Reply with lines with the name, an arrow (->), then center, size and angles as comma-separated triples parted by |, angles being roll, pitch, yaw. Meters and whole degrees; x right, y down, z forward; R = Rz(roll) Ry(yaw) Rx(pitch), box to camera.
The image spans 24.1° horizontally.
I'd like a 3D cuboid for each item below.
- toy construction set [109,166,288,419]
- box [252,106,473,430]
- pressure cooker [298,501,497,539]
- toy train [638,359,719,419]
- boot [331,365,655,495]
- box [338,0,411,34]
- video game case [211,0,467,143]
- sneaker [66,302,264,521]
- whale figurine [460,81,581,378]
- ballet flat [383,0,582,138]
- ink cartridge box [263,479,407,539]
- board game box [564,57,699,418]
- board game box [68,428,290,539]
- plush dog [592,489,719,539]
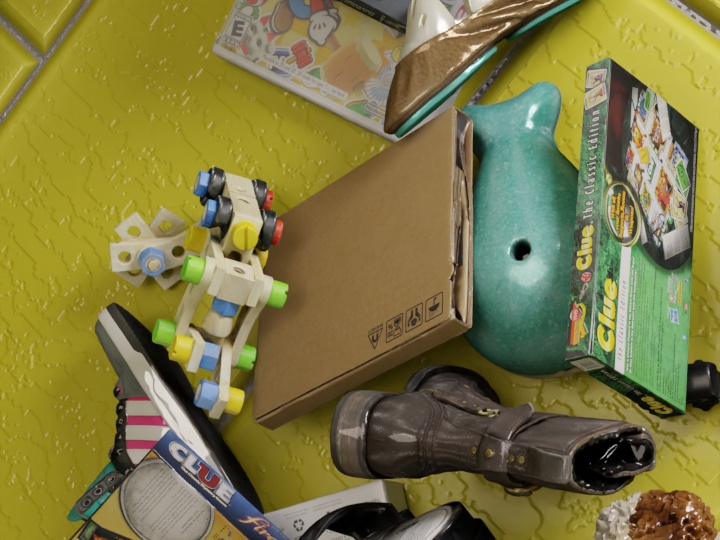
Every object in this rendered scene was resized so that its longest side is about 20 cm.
toy construction set -> -0.109, 0.002, 1.193 | 0.200, 0.092, 0.132 | 48, 122, 55
box -> 0.000, 0.000, 1.131 | 0.199, 0.021, 0.165 | -30, 46, 41
pressure cooker -> 0.028, 0.233, 0.990 | 0.178, 0.176, 0.201 | -35, 89, -19
toy train -> 0.263, 0.058, 1.038 | 0.199, 0.046, 0.034 | -14, 73, 23
boot -> 0.095, 0.104, 1.017 | 0.173, 0.200, 0.070 | 3, 95, 29
box -> 0.016, -0.285, 1.166 | 0.157, 0.051, 0.201 | 26, 92, -4
video game case -> 0.007, -0.203, 1.232 | 0.199, 0.023, 0.183 | 28, 92, 28
sneaker -> -0.167, 0.131, 1.218 | 0.120, 0.084, 0.201 | -36, 67, 5
whale figurine -> 0.109, -0.032, 1.098 | 0.158, 0.104, 0.201 | -16, 70, 17
ballet flat -> 0.079, -0.172, 1.133 | 0.200, 0.068, 0.073 | -37, 92, -7
ink cartridge box -> -0.001, 0.250, 1.132 | 0.099, 0.039, 0.201 | -18, 70, 22
board game box -> 0.170, -0.021, 1.042 | 0.023, 0.105, 0.201 | -13, 58, 39
board game box -> -0.143, 0.222, 1.152 | 0.135, 0.035, 0.200 | 43, 115, -2
plush dog -> 0.203, 0.216, 0.962 | 0.159, 0.172, 0.202 | -11, 74, 23
